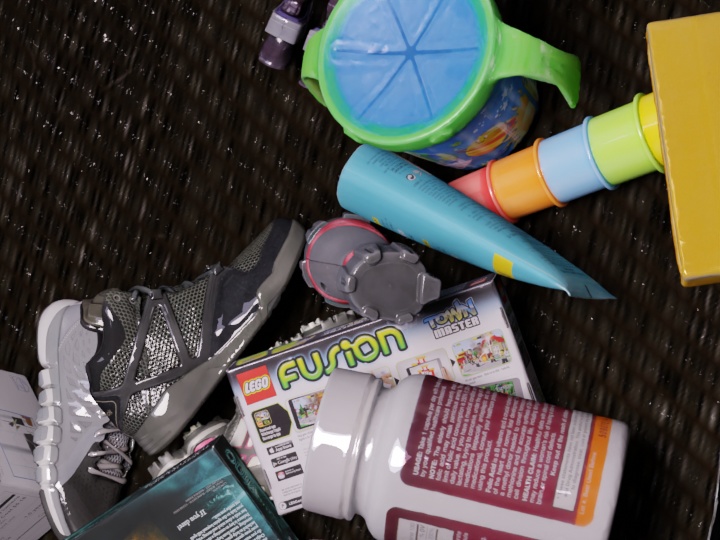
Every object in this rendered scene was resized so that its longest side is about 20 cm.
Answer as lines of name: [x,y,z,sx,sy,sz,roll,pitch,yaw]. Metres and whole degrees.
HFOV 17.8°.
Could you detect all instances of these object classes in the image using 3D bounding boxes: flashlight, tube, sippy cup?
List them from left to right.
flashlight: [0.000,0.000,1.565,0.068,0.200,0.068,-44,99,0]
sippy cup: [0.058,-0.132,1.595,0.140,0.130,0.178,-51,59,7]
tube: [0.076,-0.026,1.559,0.199,0.077,0.051,28,106,27]

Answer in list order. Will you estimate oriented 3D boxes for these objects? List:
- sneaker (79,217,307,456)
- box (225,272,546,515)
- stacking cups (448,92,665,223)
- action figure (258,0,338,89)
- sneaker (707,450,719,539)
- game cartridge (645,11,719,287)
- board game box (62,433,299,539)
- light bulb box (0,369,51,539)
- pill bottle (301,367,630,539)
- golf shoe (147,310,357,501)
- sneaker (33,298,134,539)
sneaker: [-0.127,0.023,1.661,0.114,0.076,0.200,40,82,-6]
box: [0.019,0.085,1.578,0.199,0.035,0.111,-18,97,13]
stacking cups: [0.149,-0.078,1.581,0.199,0.060,0.061,-18,70,28]
action figure: [-0.019,-0.234,1.664,0.130,0.069,0.201,28,118,17]
sneaker: [0.269,0.092,1.442,0.060,0.104,0.201,14,86,31]
game cartridge: [0.292,-0.087,1.479,0.198,0.032,0.178,-7,74,4]
board game box: [-0.138,0.224,1.647,0.199,0.028,0.136,-33,97,20]
light bulb box: [-0.351,0.168,1.718,0.198,0.200,0.125,-40,63,15]
pill bottle: [0.068,0.132,1.502,0.198,0.114,0.115,13,85,6]
golf shoe: [-0.059,0.112,1.652,0.088,0.077,0.200,47,108,11]
sneaker: [-0.179,0.107,1.711,0.115,0.075,0.202,-15,71,23]
